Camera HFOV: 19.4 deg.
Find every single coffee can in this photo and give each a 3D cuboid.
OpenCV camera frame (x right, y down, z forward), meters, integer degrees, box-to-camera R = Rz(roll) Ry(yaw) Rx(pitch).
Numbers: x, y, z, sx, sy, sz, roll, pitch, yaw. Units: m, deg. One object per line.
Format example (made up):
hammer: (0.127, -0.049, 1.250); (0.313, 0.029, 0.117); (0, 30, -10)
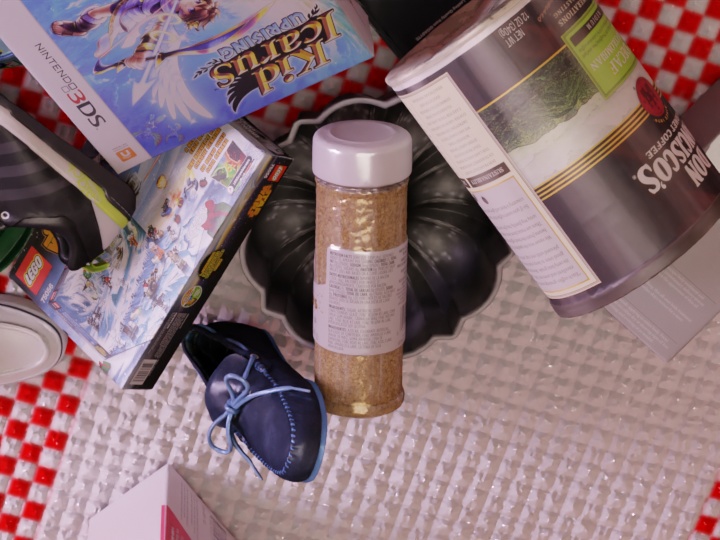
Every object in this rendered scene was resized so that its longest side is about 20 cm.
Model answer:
coffee can: (0.132, -0.091, 1.402); (0.146, 0.146, 0.200); (-36, 100, 9)

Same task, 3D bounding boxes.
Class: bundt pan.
bundt pan: (0.010, -0.040, 1.513); (0.201, 0.076, 0.203); (-2, 112, -4)

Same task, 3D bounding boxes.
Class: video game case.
video game case: (-0.118, -0.166, 1.350); (0.199, 0.046, 0.181); (-23, 138, 14)

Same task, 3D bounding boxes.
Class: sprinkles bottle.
sprinkles bottle: (0.000, 0.000, 1.451); (0.068, 0.068, 0.201); (-1, 111, -5)

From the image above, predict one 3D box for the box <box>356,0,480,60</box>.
box: (0.063, -0.258, 1.447); (0.200, 0.046, 0.159); (-38, 113, 10)

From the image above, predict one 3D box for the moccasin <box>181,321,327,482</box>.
moccasin: (-0.082, 0.095, 1.487); (0.068, 0.200, 0.081); (13, 102, -25)

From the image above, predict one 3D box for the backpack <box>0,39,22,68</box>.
backpack: (-0.264, -0.220, 1.386); (0.200, 0.135, 0.183); (40, 102, -19)

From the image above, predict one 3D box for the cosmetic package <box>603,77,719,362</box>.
cosmetic package: (0.250, -0.044, 1.533); (0.107, 0.090, 0.200); (42, 99, -17)

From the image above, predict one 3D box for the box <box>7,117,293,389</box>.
box: (-0.150, -0.036, 1.476); (0.137, 0.040, 0.200); (41, 108, 27)

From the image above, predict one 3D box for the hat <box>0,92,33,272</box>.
hat: (-0.306, -0.019, 1.433); (0.165, 0.176, 0.201); (21, 109, -15)

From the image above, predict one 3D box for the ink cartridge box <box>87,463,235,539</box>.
ink cartridge box: (-0.115, 0.267, 1.583); (0.083, 0.147, 0.200); (-35, 110, 10)

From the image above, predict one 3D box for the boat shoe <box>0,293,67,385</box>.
boat shoe: (-0.314, 0.057, 1.524); (0.199, 0.066, 0.072); (6, 111, -8)

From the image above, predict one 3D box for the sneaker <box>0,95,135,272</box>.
sneaker: (-0.239, -0.065, 1.403); (0.200, 0.072, 0.083); (35, 86, -23)
